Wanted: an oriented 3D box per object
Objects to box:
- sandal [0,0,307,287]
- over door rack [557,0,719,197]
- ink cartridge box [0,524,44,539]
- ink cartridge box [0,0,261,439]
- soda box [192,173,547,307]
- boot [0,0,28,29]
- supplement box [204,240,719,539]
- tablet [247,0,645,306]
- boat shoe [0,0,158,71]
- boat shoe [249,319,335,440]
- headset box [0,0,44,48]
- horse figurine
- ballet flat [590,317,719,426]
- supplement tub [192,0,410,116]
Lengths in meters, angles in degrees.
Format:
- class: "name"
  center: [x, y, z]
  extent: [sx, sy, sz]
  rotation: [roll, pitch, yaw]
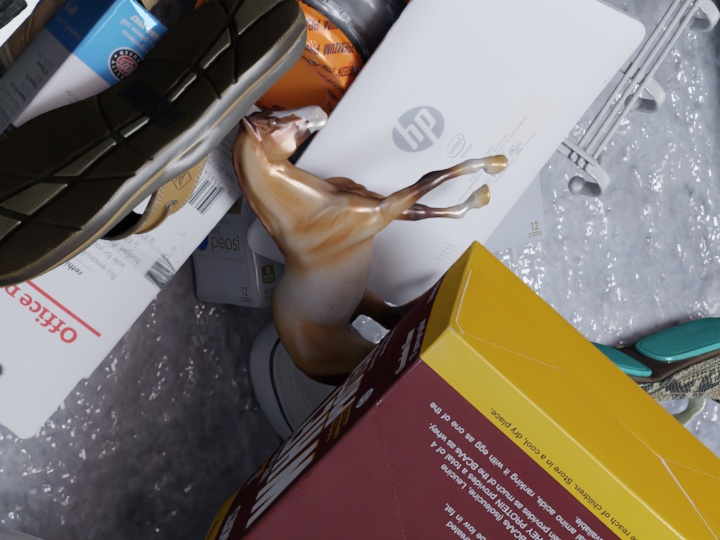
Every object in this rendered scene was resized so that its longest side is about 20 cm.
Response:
- class: "sandal"
  center: [-0.103, -0.055, 0.948]
  extent: [0.200, 0.082, 0.055]
  rotation: [-41, 139, -12]
- class: "over door rack"
  center: [0.099, -0.159, 1.203]
  extent: [0.200, 0.067, 0.148]
  rotation: [40, 69, -14]
- class: "ink cartridge box"
  center: [-0.120, 0.228, 1.021]
  extent: [0.200, 0.125, 0.129]
  rotation: [34, 73, -31]
- class: "ink cartridge box"
  center: [-0.147, -0.032, 1.008]
  extent: [0.116, 0.068, 0.200]
  rotation: [40, 90, -28]
- class: "soda box"
  center: [0.005, -0.031, 1.132]
  extent: [0.199, 0.068, 0.064]
  rotation: [-14, 101, -33]
- class: "boot"
  center: [-0.155, -0.114, 0.886]
  extent: [0.210, 0.079, 0.159]
  rotation: [13, 85, -19]
- class: "supplement box"
  center: [0.054, 0.136, 0.992]
  extent: [0.197, 0.133, 0.200]
  rotation: [41, 109, -6]
- class: "tablet"
  center: [0.043, -0.068, 1.039]
  extent: [0.130, 0.014, 0.200]
  rotation: [20, 117, -35]
- class: "boat shoe"
  center: [-0.114, -0.178, 1.044]
  extent: [0.074, 0.069, 0.201]
  rotation: [38, 71, -30]
- class: "boat shoe"
  center: [0.017, 0.102, 1.147]
  extent: [0.072, 0.066, 0.200]
  rotation: [-47, 116, -24]
- class: "headset box"
  center: [-0.236, -0.164, 0.935]
  extent: [0.200, 0.093, 0.174]
  rotation: [-49, 117, -13]
- class: "horse figurine"
  center: [0.000, 0.000, 1.033]
  extent: [0.132, 0.050, 0.201]
  rotation: [-7, 135, -12]
- class: "ballet flat"
  center: [0.165, 0.073, 1.255]
  extent: [0.199, 0.068, 0.076]
  rotation: [-3, 109, -37]
- class: "supplement tub"
  center: [-0.002, -0.182, 1.067]
  extent: [0.122, 0.122, 0.201]
  rotation: [41, 66, -28]
